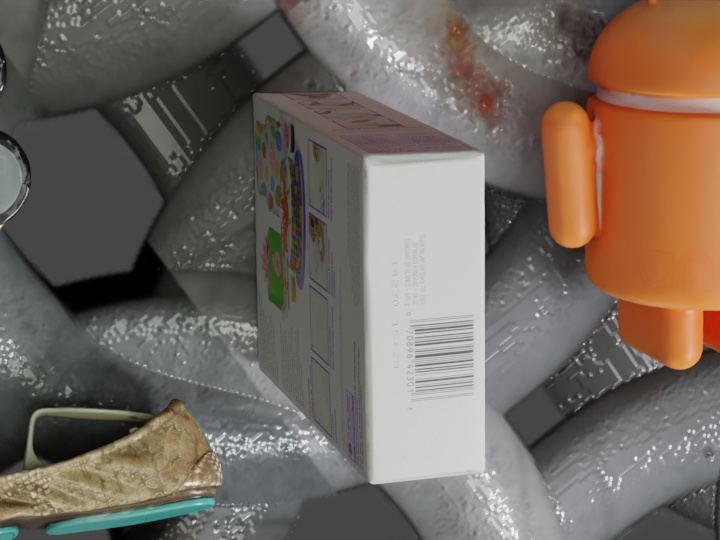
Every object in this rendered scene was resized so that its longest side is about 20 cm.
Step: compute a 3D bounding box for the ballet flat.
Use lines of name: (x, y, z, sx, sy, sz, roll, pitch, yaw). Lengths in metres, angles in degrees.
ballet flat: (-0.169, 0.105, 1.065, 0.199, 0.071, 0.066, -11, 79, -17)

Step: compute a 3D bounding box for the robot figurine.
robot figurine: (0.172, -0.055, 1.095, 0.143, 0.117, 0.201, 4, 104, 18)

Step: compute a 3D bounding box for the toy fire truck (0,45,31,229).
toy fire truck: (-0.271, -0.083, 0.967, 0.199, 0.129, 0.177, -17, 107, -23)

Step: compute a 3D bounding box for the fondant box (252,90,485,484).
fondant box: (0.000, 0.000, 1.010, 0.058, 0.200, 0.145, -5, 103, -17)
